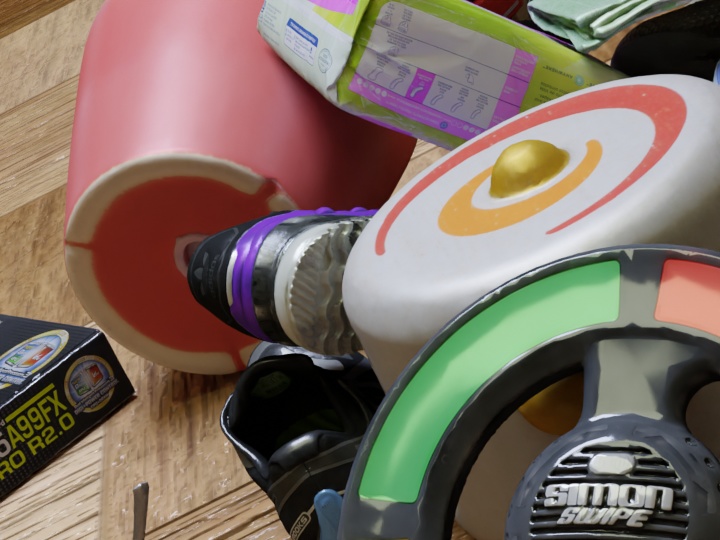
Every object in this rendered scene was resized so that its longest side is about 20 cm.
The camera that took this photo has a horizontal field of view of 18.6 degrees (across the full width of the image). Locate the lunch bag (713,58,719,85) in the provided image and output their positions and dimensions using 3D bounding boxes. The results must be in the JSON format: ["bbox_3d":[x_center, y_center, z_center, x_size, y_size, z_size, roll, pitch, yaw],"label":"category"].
[{"bbox_3d":[0.251,-0.077,0.987,0.199,0.076,0.161,-21,23,17],"label":"lunch bag"}]

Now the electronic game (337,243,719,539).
[{"bbox_3d":[0.084,0.086,0.714,0.198,0.042,0.202,-10,64,21],"label":"electronic game"}]

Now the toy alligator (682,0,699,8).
[{"bbox_3d":[0.257,-0.139,1.165,0.054,0.060,0.199,10,-7,-36],"label":"toy alligator"}]

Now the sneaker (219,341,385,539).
[{"bbox_3d":[-0.021,0.064,0.980,0.070,0.083,0.200,-31,19,3],"label":"sneaker"}]

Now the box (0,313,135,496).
[{"bbox_3d":[-0.242,0.089,1.265,0.160,0.044,0.199,-38,22,-25],"label":"box"}]

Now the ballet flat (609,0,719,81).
[{"bbox_3d":[0.212,-0.126,1.135,0.199,0.067,0.047,-16,39,49],"label":"ballet flat"}]

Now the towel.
[{"bbox_3d":[0.190,-0.156,1.106,0.198,0.024,0.153,-20,12,0],"label":"towel"}]

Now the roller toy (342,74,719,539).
[{"bbox_3d":[0.089,0.012,0.880,0.182,0.140,0.200,-7,29,46],"label":"roller toy"}]

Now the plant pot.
[{"bbox_3d":[-0.074,-0.052,1.203,0.199,0.201,0.178,-20,30,21],"label":"plant pot"}]

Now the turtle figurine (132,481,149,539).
[{"bbox_3d":[-0.153,0.127,0.890,0.143,0.202,0.194,-15,9,-9],"label":"turtle figurine"}]

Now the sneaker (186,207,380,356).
[{"bbox_3d":[0.000,-0.001,1.002,0.099,0.070,0.199,6,2,38],"label":"sneaker"}]

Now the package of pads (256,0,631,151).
[{"bbox_3d":[0.060,-0.097,1.111,0.069,0.199,0.155,-67,22,10],"label":"package of pads"}]

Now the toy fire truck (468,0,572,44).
[{"bbox_3d":[0.078,-0.222,1.374,0.128,0.201,0.176,-9,27,42],"label":"toy fire truck"}]
